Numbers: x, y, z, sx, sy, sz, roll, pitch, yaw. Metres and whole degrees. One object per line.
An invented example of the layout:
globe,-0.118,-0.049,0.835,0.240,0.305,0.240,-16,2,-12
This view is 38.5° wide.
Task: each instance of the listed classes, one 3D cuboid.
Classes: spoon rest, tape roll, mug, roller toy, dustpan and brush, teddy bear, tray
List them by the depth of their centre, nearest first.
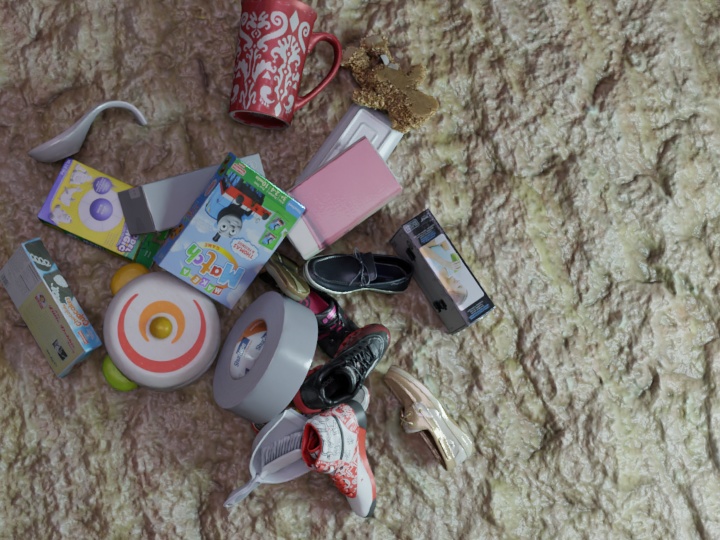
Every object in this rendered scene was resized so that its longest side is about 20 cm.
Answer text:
tape roll,-0.152,0.136,1.626,0.066,0.200,0.201,29,77,-27
roller toy,-0.314,0.096,1.646,0.181,0.140,0.201,7,79,-7
dustpan and brush,-0.147,0.315,1.660,0.200,0.139,0.057,-33,44,19
spoon rest,-0.460,-0.234,1.715,0.199,0.099,0.061,-25,106,-19
mug,-0.135,-0.348,1.746,0.177,0.133,0.201,8,82,16
tray,-0.016,-0.199,1.795,0.107,0.022,0.200,35,78,1
teddy bear,0.048,-0.326,1.808,0.200,0.067,0.145,37,59,1

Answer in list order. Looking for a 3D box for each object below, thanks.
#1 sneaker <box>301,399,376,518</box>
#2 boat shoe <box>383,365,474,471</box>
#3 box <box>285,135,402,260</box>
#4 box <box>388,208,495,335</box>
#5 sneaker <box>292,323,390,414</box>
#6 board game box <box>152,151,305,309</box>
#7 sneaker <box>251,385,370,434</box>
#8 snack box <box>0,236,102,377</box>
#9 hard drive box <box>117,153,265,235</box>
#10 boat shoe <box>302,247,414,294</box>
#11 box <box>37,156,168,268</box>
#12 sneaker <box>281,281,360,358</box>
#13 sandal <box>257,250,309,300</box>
sneaker,-0.039,0.314,1.643,0.108,0.067,0.203,-17,108,-37
boat shoe,0.102,0.246,1.707,0.069,0.074,0.200,-42,88,-18
box,-0.040,-0.117,1.704,0.200,0.128,0.109,-36,90,1
box,0.135,0.005,1.733,0.060,0.117,0.200,-32,84,-14
sneaker,-0.015,0.154,1.629,0.200,0.098,0.071,-38,102,-26
board game box,-0.200,-0.058,1.588,0.151,0.037,0.200,34,94,-36
sneaker,-0.079,0.225,1.677,0.199,0.082,0.078,-13,68,-11
snack box,-0.496,0.060,1.643,0.037,0.116,0.201,-27,84,-45
hard drive box,-0.268,-0.120,1.652,0.199,0.156,0.077,-20,99,-27
boat shoe,0.000,0.000,1.713,0.199,0.062,0.075,5,59,-25
box,-0.418,-0.093,1.714,0.199,0.048,0.118,24,78,-4
sneaker,-0.052,0.091,1.709,0.200,0.084,0.077,39,79,1
sandal,-0.135,0.008,1.664,0.080,0.200,0.054,31,100,-26
